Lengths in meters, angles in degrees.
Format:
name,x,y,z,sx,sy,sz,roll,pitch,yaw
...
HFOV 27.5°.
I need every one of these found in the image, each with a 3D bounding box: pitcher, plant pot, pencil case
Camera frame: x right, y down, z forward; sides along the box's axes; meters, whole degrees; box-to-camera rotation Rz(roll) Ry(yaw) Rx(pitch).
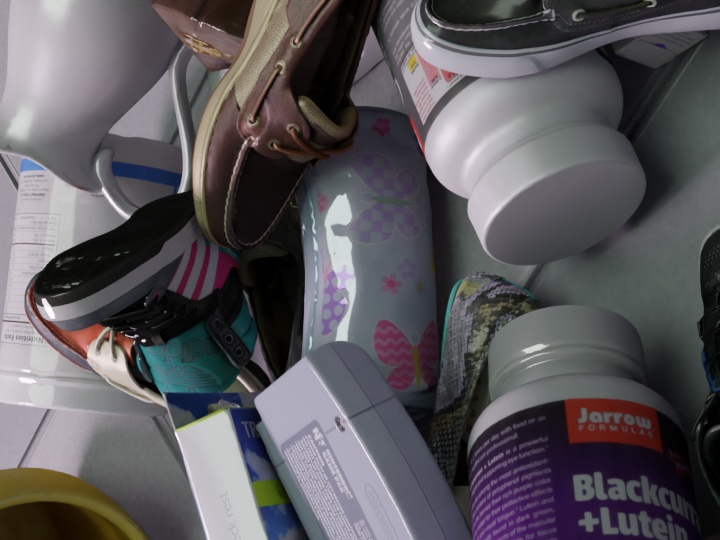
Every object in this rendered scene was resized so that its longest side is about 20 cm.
name,x,y,z,sx,sy,sz,roll,pitch,yaw
pitcher,-0.161,-0.143,0.988,0.171,0.121,0.201,25,97,2
plant pot,-0.265,0.235,1.101,0.189,0.200,0.202,19,97,64
pencil case,0.000,0.000,0.911,0.083,0.090,0.201,139,132,-70

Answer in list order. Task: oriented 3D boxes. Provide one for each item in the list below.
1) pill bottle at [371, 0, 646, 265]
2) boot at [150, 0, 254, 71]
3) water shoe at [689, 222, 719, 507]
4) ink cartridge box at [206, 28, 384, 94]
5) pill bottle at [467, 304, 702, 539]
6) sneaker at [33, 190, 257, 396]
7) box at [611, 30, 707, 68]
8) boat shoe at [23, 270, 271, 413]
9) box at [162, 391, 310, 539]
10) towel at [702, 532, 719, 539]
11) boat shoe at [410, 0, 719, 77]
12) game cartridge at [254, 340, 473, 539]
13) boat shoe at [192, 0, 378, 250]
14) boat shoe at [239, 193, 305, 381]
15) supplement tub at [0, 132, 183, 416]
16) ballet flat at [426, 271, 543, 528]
name,x,y,z,sx,sy,sz,roll,pitch,yaw
pill bottle,0.078,-0.111,0.826,0.116,0.116,0.201,-42,54,35
boot,-0.093,-0.234,0.924,0.186,0.064,0.201,23,86,26
water shoe,0.195,0.061,0.694,0.071,0.079,0.201,-31,61,40
ink cartridge box,-0.049,-0.226,1.010,0.145,0.083,0.201,-36,59,39
pill bottle,0.109,0.121,0.720,0.111,0.111,0.201,-37,40,37
sneaker,-0.124,0.030,0.900,0.083,0.200,0.121,-8,105,23
box,0.144,-0.212,0.828,0.039,0.041,0.201,-31,62,41
boat shoe,-0.143,0.055,0.997,0.200,0.063,0.071,31,87,4
box,-0.043,0.160,0.882,0.048,0.122,0.201,-24,75,24
towel,0.141,0.257,0.750,0.200,0.032,0.192,-35,58,35
boat shoe,0.122,-0.150,0.743,0.199,0.057,0.069,-10,59,1
game cartridge,0.012,0.140,0.792,0.201,0.040,0.133,63,156,7
boat shoe,-0.037,-0.093,0.851,0.072,0.072,0.201,37,112,37
boat shoe,-0.051,-0.007,0.986,0.072,0.066,0.201,-40,55,36
supplement tub,-0.196,0.004,1.096,0.132,0.132,0.201,0,84,48
ballet flat,0.069,0.104,0.837,0.072,0.072,0.201,14,95,48
